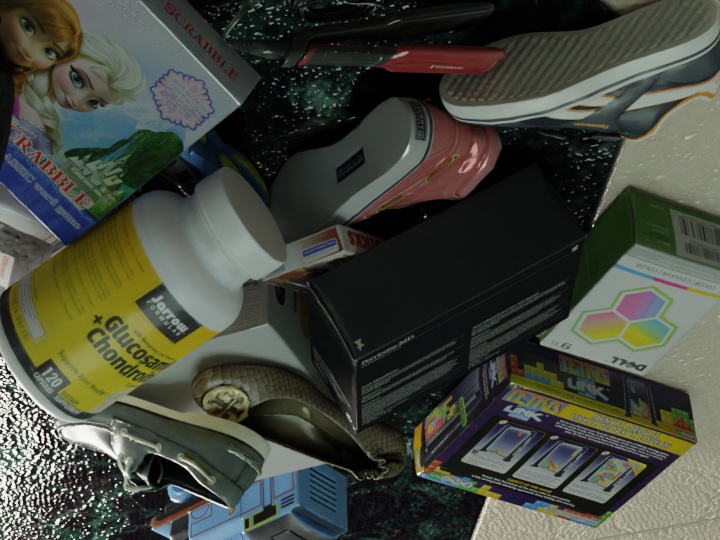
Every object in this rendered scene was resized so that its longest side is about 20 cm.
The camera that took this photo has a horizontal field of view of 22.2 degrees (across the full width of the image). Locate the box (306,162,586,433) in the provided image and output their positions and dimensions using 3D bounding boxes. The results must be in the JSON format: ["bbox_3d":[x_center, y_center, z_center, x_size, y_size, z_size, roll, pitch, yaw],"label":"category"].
[{"bbox_3d":[0.063,0.022,1.388,0.199,0.079,0.141,-27,159,-13],"label":"box"}]

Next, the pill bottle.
[{"bbox_3d":[-0.155,0.014,1.310,0.199,0.112,0.112,-33,134,13],"label":"pill bottle"}]

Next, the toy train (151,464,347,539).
[{"bbox_3d":[-0.099,0.208,1.638,0.199,0.115,0.087,-28,135,29],"label":"toy train"}]

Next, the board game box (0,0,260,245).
[{"bbox_3d":[-0.203,-0.140,1.232,0.200,0.041,0.199,45,126,-14],"label":"board game box"}]

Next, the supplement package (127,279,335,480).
[{"bbox_3d":[-0.102,0.073,1.505,0.155,0.112,0.200,-15,140,17],"label":"supplement package"}]

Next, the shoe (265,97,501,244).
[{"bbox_3d":[0.015,-0.065,1.365,0.090,0.072,0.200,8,155,-35],"label":"shoe"}]

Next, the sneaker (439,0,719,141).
[{"bbox_3d":[0.158,-0.125,1.287,0.198,0.079,0.080,-12,135,12],"label":"sneaker"}]

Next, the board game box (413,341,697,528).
[{"bbox_3d":[0.173,0.148,1.651,0.199,0.057,0.165,19,136,-23],"label":"board game box"}]

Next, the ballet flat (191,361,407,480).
[{"bbox_3d":[-0.045,0.124,1.443,0.199,0.047,0.067,25,132,-31],"label":"ballet flat"}]

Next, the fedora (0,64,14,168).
[{"bbox_3d":[-0.290,-0.088,1.192,0.200,0.202,0.091,-25,146,27],"label":"fedora"}]

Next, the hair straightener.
[{"bbox_3d":[0.001,-0.170,1.235,0.198,0.078,0.041,-5,164,-21],"label":"hair straightener"}]

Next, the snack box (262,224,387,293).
[{"bbox_3d":[0.000,0.000,1.420,0.071,0.025,0.200,-21,163,23],"label":"snack box"}]

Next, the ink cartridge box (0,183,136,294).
[{"bbox_3d":[-0.273,-0.028,1.394,0.199,0.084,0.145,26,133,-30],"label":"ink cartridge box"}]

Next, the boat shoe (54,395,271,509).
[{"bbox_3d":[-0.166,0.142,1.437,0.199,0.062,0.073,8,153,28],"label":"boat shoe"}]

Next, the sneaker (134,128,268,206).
[{"bbox_3d":[-0.140,-0.079,1.344,0.082,0.071,0.200,-22,140,16],"label":"sneaker"}]

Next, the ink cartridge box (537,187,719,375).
[{"bbox_3d":[0.210,0.026,1.494,0.103,0.060,0.200,17,138,-21],"label":"ink cartridge box"}]
